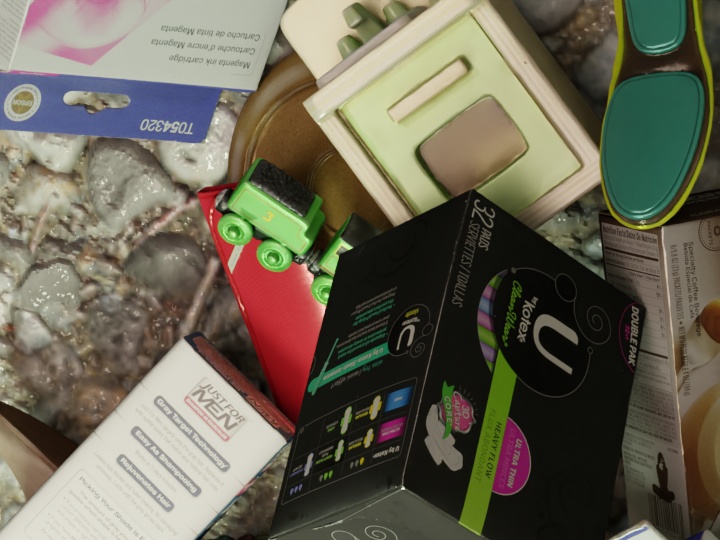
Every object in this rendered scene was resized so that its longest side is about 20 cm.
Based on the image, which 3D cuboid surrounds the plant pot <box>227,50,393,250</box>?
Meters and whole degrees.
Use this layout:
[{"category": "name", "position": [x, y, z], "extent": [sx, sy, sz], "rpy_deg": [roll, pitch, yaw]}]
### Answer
[{"category": "plant pot", "position": [-0.001, -0.052, 1.762], "extent": [0.200, 0.027, 0.201], "rpy_deg": [6, 105, 22]}]

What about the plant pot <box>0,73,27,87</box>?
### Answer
[{"category": "plant pot", "position": [-0.218, -0.234, 1.737], "extent": [0.173, 0.200, 0.200], "rpy_deg": [-40, 85, 11]}]

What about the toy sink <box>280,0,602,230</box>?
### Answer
[{"category": "toy sink", "position": [0.048, -0.108, 1.654], "extent": [0.130, 0.112, 0.200], "rpy_deg": [-35, 93, 12]}]

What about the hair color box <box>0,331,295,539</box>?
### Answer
[{"category": "hair color box", "position": [-0.144, 0.146, 1.798], "extent": [0.100, 0.061, 0.200], "rpy_deg": [44, 98, 4]}]

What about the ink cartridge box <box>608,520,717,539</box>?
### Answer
[{"category": "ink cartridge box", "position": [0.156, 0.227, 1.627], "extent": [0.196, 0.043, 0.200], "rpy_deg": [-29, 122, 31]}]

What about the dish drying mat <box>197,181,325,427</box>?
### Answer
[{"category": "dish drying mat", "position": [-0.045, 0.035, 1.783], "extent": [0.077, 0.018, 0.200], "rpy_deg": [-8, 109, 35]}]

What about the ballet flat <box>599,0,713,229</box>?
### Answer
[{"category": "ballet flat", "position": [0.180, -0.114, 1.609], "extent": [0.067, 0.067, 0.200], "rpy_deg": [-3, 72, 20]}]

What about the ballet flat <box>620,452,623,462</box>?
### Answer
[{"category": "ballet flat", "position": [0.121, 0.115, 1.726], "extent": [0.200, 0.067, 0.068], "rpy_deg": [-36, 86, 27]}]

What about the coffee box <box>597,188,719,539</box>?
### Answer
[{"category": "coffee box", "position": [0.219, 0.056, 1.634], "extent": [0.080, 0.114, 0.200], "rpy_deg": [-162, 64, -65]}]

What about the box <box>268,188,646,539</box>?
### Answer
[{"category": "box", "position": [0.057, 0.086, 1.549], "extent": [0.148, 0.200, 0.124], "rpy_deg": [33, 143, -27]}]

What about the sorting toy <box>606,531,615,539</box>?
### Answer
[{"category": "sorting toy", "position": [0.049, 0.208, 1.745], "extent": [0.185, 0.037, 0.200], "rpy_deg": [27, 122, -30]}]

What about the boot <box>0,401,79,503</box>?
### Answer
[{"category": "boot", "position": [-0.214, 0.202, 1.885], "extent": [0.200, 0.070, 0.146], "rpy_deg": [36, 104, 2]}]

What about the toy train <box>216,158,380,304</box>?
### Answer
[{"category": "toy train", "position": [0.000, 0.000, 1.711], "extent": [0.200, 0.042, 0.056], "rpy_deg": [33, 130, -6]}]

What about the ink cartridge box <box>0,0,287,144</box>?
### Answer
[{"category": "ink cartridge box", "position": [-0.135, -0.165, 1.704], "extent": [0.043, 0.196, 0.200], "rpy_deg": [39, 118, 43]}]

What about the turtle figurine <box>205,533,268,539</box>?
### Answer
[{"category": "turtle figurine", "position": [-0.063, 0.216, 1.812], "extent": [0.200, 0.101, 0.150], "rpy_deg": [-33, 121, 13]}]
